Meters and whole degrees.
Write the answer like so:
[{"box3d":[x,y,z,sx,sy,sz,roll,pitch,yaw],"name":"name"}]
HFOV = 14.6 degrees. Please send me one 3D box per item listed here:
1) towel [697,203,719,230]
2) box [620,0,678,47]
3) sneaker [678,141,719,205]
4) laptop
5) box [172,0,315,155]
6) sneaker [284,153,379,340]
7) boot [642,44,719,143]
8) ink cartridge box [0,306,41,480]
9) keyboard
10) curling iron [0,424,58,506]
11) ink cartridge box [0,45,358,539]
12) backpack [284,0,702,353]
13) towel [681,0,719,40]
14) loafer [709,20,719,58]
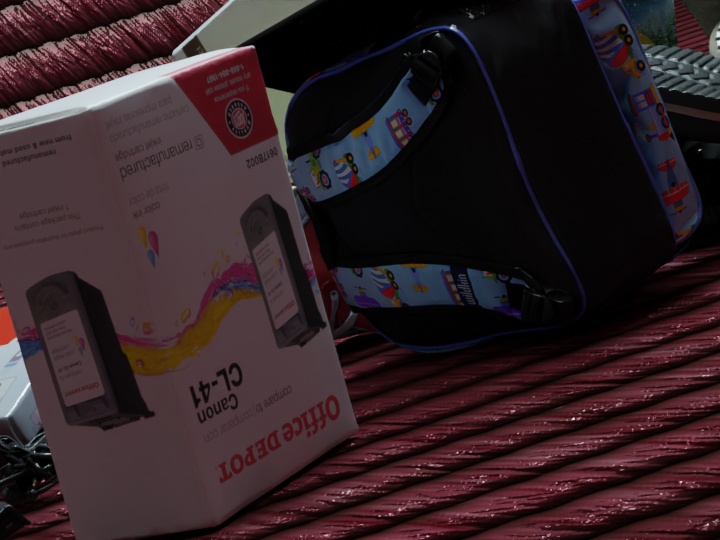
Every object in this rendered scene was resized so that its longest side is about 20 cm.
[{"box3d":[0.208,-0.041,1.694,0.199,0.022,0.147,-16,8,-2],"name":"towel"},{"box3d":[0.102,-0.112,1.689,0.199,0.138,0.038,-7,2,-28],"name":"box"},{"box3d":[0.230,-0.064,1.572,0.199,0.076,0.091,-9,33,35],"name":"sneaker"},{"box3d":[0.024,-0.186,1.541,0.187,0.117,0.200,-28,-16,26],"name":"laptop"},{"box3d":[0.016,-0.127,1.887,0.200,0.200,0.130,-37,-6,38],"name":"box"},{"box3d":[-0.047,0.033,1.629,0.200,0.112,0.071,-53,23,-18],"name":"sneaker"},{"box3d":[0.133,-0.054,1.589,0.199,0.139,0.077,9,20,28],"name":"boot"},{"box3d":[-0.215,0.054,1.657,0.162,0.057,0.201,-14,34,33],"name":"ink cartridge box"},{"box3d":[-0.207,0.119,1.412,0.127,0.021,0.200,-35,14,-20],"name":"keyboard"},{"box3d":[-0.150,0.071,1.548,0.049,0.026,0.200,-30,13,26],"name":"curling iron"},{"box3d":[-0.091,0.009,1.326,0.085,0.201,0.147,-12,9,32],"name":"ink cartridge box"},{"box3d":[0.059,-0.051,1.508,0.134,0.184,0.200,-30,8,-35],"name":"backpack"},{"box3d":[0.287,-0.143,1.712,0.132,0.200,0.035,-17,51,24],"name":"towel"},{"box3d":[0.304,-0.112,1.667,0.198,0.068,0.076,8,53,6],"name":"loafer"}]
